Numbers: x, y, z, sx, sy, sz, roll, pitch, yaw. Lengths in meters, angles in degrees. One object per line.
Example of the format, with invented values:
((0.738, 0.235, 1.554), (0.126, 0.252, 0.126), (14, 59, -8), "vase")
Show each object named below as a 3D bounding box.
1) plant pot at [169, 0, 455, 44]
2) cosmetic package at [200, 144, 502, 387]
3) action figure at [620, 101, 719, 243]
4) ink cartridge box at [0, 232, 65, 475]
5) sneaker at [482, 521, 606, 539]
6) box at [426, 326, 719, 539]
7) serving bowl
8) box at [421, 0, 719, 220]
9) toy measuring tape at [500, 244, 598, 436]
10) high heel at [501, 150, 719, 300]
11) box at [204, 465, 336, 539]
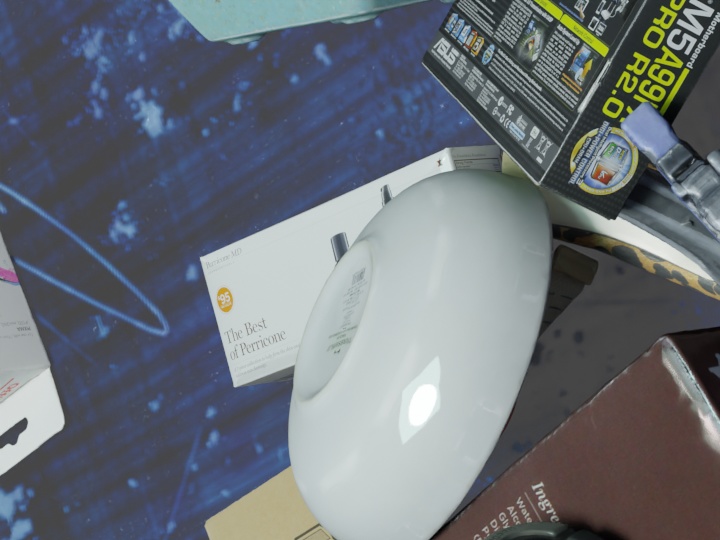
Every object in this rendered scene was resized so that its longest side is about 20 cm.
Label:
((-0.021, -0.227, 1.156), (0.196, 0.196, 0.200), (-6, 99, 42), "plant pot")
((0.000, 0.000, 1.239), (0.200, 0.051, 0.083), (-23, 77, 41), "cosmetic package")
((0.212, -0.021, 0.935), (0.105, 0.193, 0.200), (-48, 70, 18), "action figure")
((-0.281, 0.039, 1.485), (0.116, 0.067, 0.200), (-37, 69, 38), "ink cartridge box")
((0.127, 0.173, 0.913), (0.200, 0.075, 0.079), (27, 126, 42), "sneaker")
((0.161, 0.143, 1.026), (0.200, 0.166, 0.164), (-45, 64, 35), "box")
((0.015, 0.036, 1.079), (0.200, 0.066, 0.200), (-56, 20, 32), "serving bowl")
((0.109, -0.130, 1.047), (0.160, 0.044, 0.200), (-60, 23, 11), "box")
((0.065, 0.039, 1.164), (0.074, 0.074, 0.200), (56, 134, 24), "toy measuring tape")
((0.151, -0.027, 1.108), (0.071, 0.143, 0.200), (-63, 19, 4), "high heel")
((-0.002, 0.204, 1.276), (0.163, 0.021, 0.200), (-35, 71, 38), "box")
